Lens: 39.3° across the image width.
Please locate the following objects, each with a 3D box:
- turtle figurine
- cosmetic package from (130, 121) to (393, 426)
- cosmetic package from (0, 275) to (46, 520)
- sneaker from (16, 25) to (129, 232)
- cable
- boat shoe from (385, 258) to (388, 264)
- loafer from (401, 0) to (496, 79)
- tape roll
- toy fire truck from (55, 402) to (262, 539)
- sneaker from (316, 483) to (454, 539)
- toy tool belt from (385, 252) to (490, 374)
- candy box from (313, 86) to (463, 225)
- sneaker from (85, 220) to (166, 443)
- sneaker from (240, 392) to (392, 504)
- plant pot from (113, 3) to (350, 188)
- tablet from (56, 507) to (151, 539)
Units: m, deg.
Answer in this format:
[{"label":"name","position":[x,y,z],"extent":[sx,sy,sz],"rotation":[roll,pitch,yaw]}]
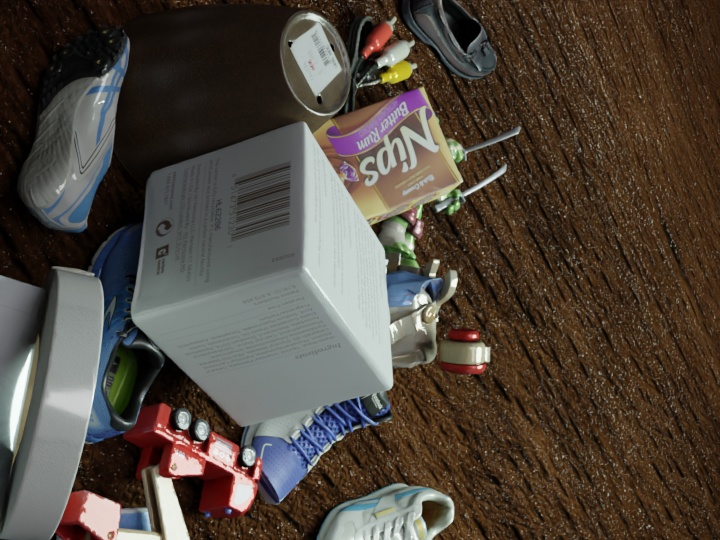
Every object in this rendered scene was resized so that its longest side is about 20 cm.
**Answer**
[{"label":"turtle figurine","position":[0.100,-0.095,1.216],"extent":[0.198,0.144,0.196],"rotation":[23,79,-17]},{"label":"cosmetic package","position":[-0.081,0.010,0.918],"extent":[0.201,0.164,0.169],"rotation":[56,24,-47]},{"label":"cosmetic package","position":[-0.345,0.085,0.687],"extent":[0.198,0.122,0.203],"rotation":[23,66,-46]},{"label":"sneaker","position":[-0.246,-0.127,0.888],"extent":[0.073,0.071,0.203],"rotation":[63,34,-60]},{"label":"cable","position":[0.001,-0.238,1.205],"extent":[0.098,0.050,0.201],"rotation":[60,44,-24]},{"label":"boat shoe","position":[0.000,0.000,1.144],"extent":[0.072,0.068,0.203],"rotation":[170,-96,-87]},{"label":"loafer","position":[0.135,-0.320,1.369],"extent":[0.199,0.062,0.073],"rotation":[25,66,-46]},{"label":"tape roll","position":[-0.236,0.099,0.758],"extent":[0.037,0.202,0.206],"rotation":[12,74,-22]},{"label":"toy fire truck","position":[-0.177,0.201,0.913],"extent":[0.200,0.048,0.143],"rotation":[39,48,-39]},{"label":"sneaker","position":[0.027,0.293,1.137],"extent":[0.199,0.080,0.078],"rotation":[-21,102,-48]},{"label":"toy tool belt","position":[0.037,0.033,1.032],"extent":[0.124,0.197,0.125],"rotation":[-4,98,-61]},{"label":"candy box","position":[-0.001,-0.110,1.093],"extent":[0.198,0.056,0.118],"rotation":[-21,85,-18]},{"label":"sneaker","position":[-0.200,0.053,0.890],"extent":[0.078,0.088,0.203],"rotation":[27,65,-46]},{"label":"sneaker","position":[-0.034,0.148,1.057],"extent":[0.081,0.114,0.200],"rotation":[59,45,-24]},{"label":"plant pot","position":[-0.112,-0.173,0.944],"extent":[0.186,0.198,0.190],"rotation":[11,76,-49]},{"label":"tablet","position":[-0.218,0.315,0.890],"extent":[0.129,0.014,0.203],"rotation":[12,75,-49]}]
